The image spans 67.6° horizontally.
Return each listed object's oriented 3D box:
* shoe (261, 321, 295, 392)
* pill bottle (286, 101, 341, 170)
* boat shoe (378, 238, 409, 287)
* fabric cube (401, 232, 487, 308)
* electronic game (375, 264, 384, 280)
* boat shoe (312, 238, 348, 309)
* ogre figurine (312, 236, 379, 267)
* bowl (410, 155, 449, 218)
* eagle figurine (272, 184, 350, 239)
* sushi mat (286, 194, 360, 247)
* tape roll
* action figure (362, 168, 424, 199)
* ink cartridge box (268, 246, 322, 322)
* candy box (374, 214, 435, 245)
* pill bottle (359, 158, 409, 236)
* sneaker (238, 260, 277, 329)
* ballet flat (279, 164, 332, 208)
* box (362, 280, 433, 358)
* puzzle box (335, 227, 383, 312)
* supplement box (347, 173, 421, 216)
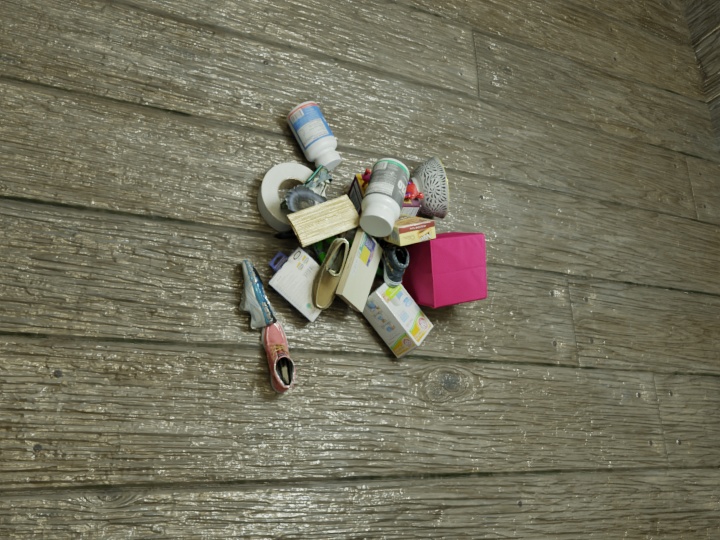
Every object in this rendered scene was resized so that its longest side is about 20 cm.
[{"bbox_3d":[-0.217,0.223,1.448,0.070,0.091,0.205,-5,75,-24],"label":"shoe"},{"bbox_3d":[-0.141,-0.412,1.680,0.111,0.112,0.203,-26,85,-28],"label":"pill bottle"},{"bbox_3d":[0.102,-0.054,1.598,0.069,0.092,0.203,9,44,-19],"label":"boat shoe"},{"bbox_3d":[0.247,-0.007,1.635,0.195,0.195,0.205,-9,98,-27],"label":"fabric cube"},{"bbox_3d":[0.085,-0.066,1.703,0.195,0.042,0.205,7,71,-21],"label":"electronic game"},{"bbox_3d":[-0.082,0.010,1.459,0.070,0.076,0.205,15,92,-12],"label":"boat shoe"},{"bbox_3d":[-0.038,-0.038,1.609,0.196,0.098,0.123,3,68,-25],"label":"ogre figurine"},{"bbox_3d":[0.211,-0.263,1.750,0.092,0.201,0.206,-10,76,-10],"label":"bowl"},{"bbox_3d":[-0.130,-0.138,1.512,0.196,0.151,0.155,19,73,-2],"label":"eagle figurine"},{"bbox_3d":[-0.094,-0.136,1.451,0.197,0.012,0.097,-23,78,-29],"label":"sushi mat"},{"bbox_3d":[-0.206,-0.215,1.610,0.198,0.071,0.208,8,70,-21],"label":"tape roll"},{"bbox_3d":[0.102,-0.252,1.632,0.195,0.052,0.067,14,54,-11],"label":"action figure"},{"bbox_3d":[-0.169,0.028,1.523,0.199,0.076,0.137,42,81,-7],"label":"ink cartridge box"},{"bbox_3d":[0.124,-0.120,1.569,0.113,0.200,0.057,-12,105,-18],"label":"candy box"},{"bbox_3d":[0.065,-0.203,1.502,0.111,0.113,0.203,25,59,-14],"label":"pill bottle"},{"bbox_3d":[-0.304,0.068,1.478,0.085,0.075,0.203,-25,70,3],"label":"sneaker"},{"bbox_3d":[-0.149,-0.228,1.562,0.074,0.074,0.200,44,64,-4],"label":"ballet flat"},{"bbox_3d":[0.105,0.137,1.596,0.201,0.101,0.112,52,43,0],"label":"box"},{"bbox_3d":[0.000,0.000,1.521,0.133,0.025,0.204,44,60,-53],"label":"puzzle box"},{"bbox_3d":[0.073,-0.217,1.695,0.195,0.104,0.133,-1,52,-24],"label":"supplement box"}]
